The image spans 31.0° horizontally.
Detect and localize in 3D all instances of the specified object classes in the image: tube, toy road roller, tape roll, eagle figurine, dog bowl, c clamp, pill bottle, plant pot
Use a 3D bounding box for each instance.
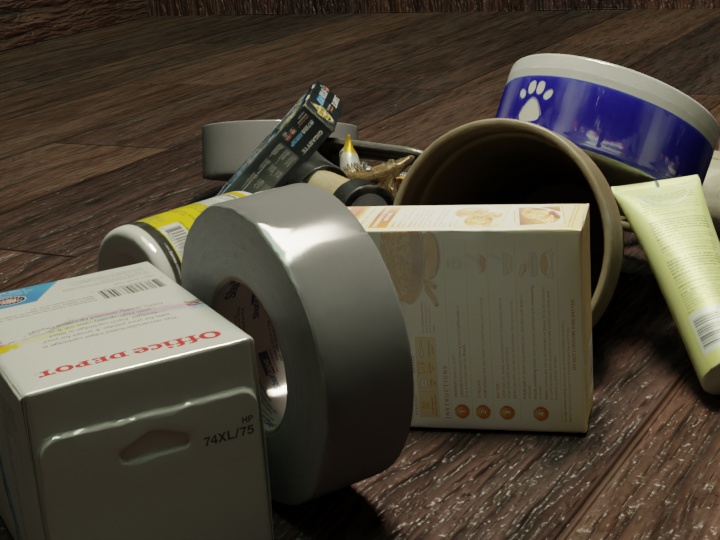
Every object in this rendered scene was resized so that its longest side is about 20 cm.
[{"bbox_3d":[0.263,0.003,1.027,0.058,0.052,0.202,21,41,-36],"label":"tube"},{"bbox_3d":[0.000,0.000,1.204,0.199,0.147,0.123,28,1,-32],"label":"toy road roller"},{"bbox_3d":[-0.101,-0.149,1.641,0.197,0.067,0.200,1,1,0],"label":"tape roll"},{"bbox_3d":[-0.013,-0.071,1.419,0.151,0.152,0.200,30,-26,-10],"label":"eagle figurine"},{"bbox_3d":[-0.047,0.048,0.860,0.065,0.203,0.200,-16,21,-29],"label":"tape roll"},{"bbox_3d":[0.218,-0.117,1.179,0.198,0.080,0.200,20,-8,3],"label":"dog bowl"},{"bbox_3d":[0.050,-0.112,1.501,0.197,0.027,0.171,12,-9,21],"label":"c clamp"},{"bbox_3d":[-0.139,-0.009,1.230,0.113,0.116,0.199,12,24,43],"label":"pill bottle"},{"bbox_3d":[0.146,-0.024,1.117,0.198,0.203,0.173,5,4,28],"label":"plant pot"}]

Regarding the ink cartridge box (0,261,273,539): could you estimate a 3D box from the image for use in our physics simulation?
[{"bbox_3d":[-0.165,0.099,0.847,0.145,0.148,0.200,-13,19,-25],"label":"ink cartridge box"}]

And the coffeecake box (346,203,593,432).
[{"bbox_3d":[0.072,0.034,0.973,0.197,0.156,0.073,0,17,15],"label":"coffeecake box"}]

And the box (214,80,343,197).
[{"bbox_3d":[-0.103,-0.116,1.460,0.200,0.046,0.159,-47,9,14],"label":"box"}]

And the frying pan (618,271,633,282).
[{"bbox_3d":[0.181,-0.006,1.270,0.187,0.031,0.115,6,21,20],"label":"frying pan"}]

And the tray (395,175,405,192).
[{"bbox_3d":[0.130,-0.067,1.359,0.198,0.100,0.037,-15,19,-29],"label":"tray"}]

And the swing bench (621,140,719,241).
[{"bbox_3d":[0.380,-0.087,1.304,0.198,0.132,0.198,0,12,-35],"label":"swing bench"}]
